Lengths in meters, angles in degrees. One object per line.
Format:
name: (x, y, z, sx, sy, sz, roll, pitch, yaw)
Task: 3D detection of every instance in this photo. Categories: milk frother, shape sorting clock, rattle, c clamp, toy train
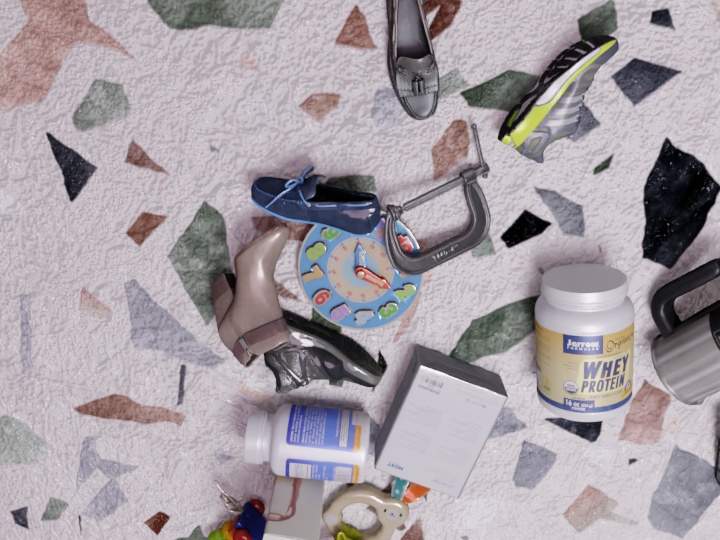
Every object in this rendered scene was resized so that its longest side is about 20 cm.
milk frother: (0.563, 0.081, 1.023, 0.196, 0.184, 0.188, 3, 150, -29)
shape sorting clock: (0.000, 0.000, 1.049, 0.195, 0.039, 0.204, 0, 108, 1)
rattle: (0.025, 0.427, 1.146, 0.197, 0.143, 0.132, -24, 89, 15)
c clamp: (0.113, -0.092, 1.005, 0.198, 0.027, 0.173, -31, 116, -6)
toy train: (-0.224, 0.452, 1.192, 0.115, 0.085, 0.201, -31, 106, 25)

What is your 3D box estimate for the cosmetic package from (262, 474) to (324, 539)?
cosmetic package: (-0.108, 0.400, 1.102, 0.085, 0.201, 0.105, 11, 109, -4)

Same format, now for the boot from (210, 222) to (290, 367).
boot: (-0.145, 0.045, 1.024, 0.199, 0.070, 0.148, -40, 72, 31)

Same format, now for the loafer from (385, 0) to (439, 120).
loafer: (0.068, -0.304, 0.931, 0.070, 0.063, 0.204, -10, 108, 5)

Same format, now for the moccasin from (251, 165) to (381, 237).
moccasin: (-0.062, -0.111, 0.983, 0.196, 0.081, 0.069, 12, 133, 6)

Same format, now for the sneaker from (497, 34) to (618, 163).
sneaker: (0.284, -0.239, 0.953, 0.080, 0.074, 0.200, 36, 112, -20)

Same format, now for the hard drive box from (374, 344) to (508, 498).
hard drive box: (0.126, 0.246, 1.110, 0.153, 0.077, 0.203, 21, 108, -5)

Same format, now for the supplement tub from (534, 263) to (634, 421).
supplement tub: (0.334, 0.105, 1.022, 0.141, 0.145, 0.204, -6, 109, 3)

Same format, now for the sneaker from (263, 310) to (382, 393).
sneaker: (-0.067, 0.154, 1.086, 0.196, 0.076, 0.116, 23, 110, -3)

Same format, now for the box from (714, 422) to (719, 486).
box: (0.685, 0.283, 1.103, 0.196, 0.050, 0.160, -13, 125, 6)

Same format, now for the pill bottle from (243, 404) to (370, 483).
pill bottle: (-0.086, 0.278, 1.107, 0.195, 0.112, 0.114, 6, 109, 0)
